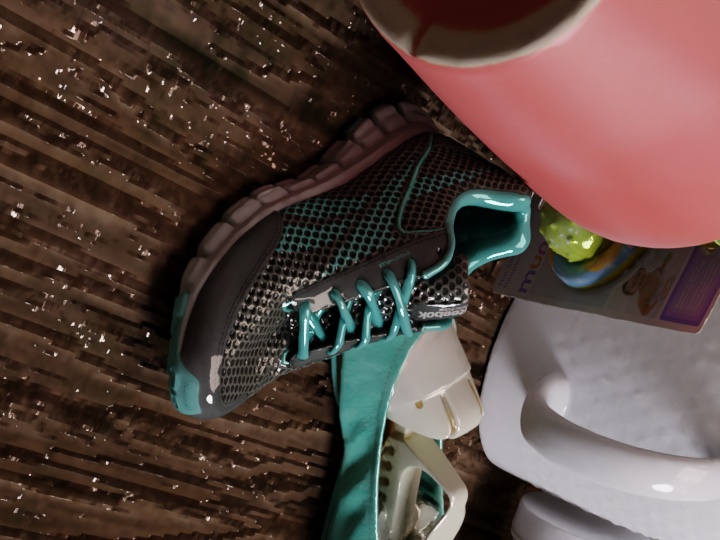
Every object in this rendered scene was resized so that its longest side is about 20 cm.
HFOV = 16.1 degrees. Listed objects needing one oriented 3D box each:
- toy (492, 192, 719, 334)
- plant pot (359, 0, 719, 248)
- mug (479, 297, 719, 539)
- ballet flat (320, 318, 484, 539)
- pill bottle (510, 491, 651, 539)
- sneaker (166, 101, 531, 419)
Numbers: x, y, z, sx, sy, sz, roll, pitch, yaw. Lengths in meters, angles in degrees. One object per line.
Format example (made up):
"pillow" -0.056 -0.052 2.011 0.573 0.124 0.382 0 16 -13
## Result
"toy" 0.119 -0.039 1.187 0.047 0.200 0.116 31 82 -27
"plant pot" 0.098 -0.127 1.048 0.177 0.200 0.202 22 92 -52
"mug" 0.160 0.075 1.314 0.200 0.175 0.149 -15 125 -57
"ballet flat" 0.024 0.074 1.185 0.067 0.070 0.201 -35 140 -45
"pill bottle" 0.090 0.228 1.383 0.112 0.112 0.201 -1 113 -61
"sneaker" 0.000 0.000 1.058 0.200 0.091 0.078 -43 145 -37
